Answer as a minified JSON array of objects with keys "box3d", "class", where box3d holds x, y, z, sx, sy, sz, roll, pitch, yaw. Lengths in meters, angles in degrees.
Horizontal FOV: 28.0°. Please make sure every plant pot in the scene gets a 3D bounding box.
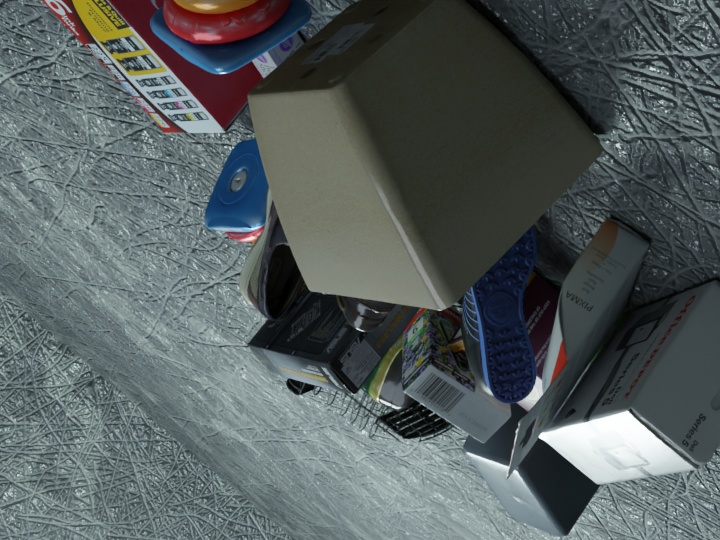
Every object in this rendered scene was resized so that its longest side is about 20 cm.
[{"box3d":[0.031,-0.108,1.133,0.200,0.200,0.178,8,136,55],"class":"plant pot"}]

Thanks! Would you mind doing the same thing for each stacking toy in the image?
[{"box3d":[-0.120,-0.269,1.139,0.116,0.110,0.201,36,153,38],"class":"stacking toy"},{"box3d":[-0.064,-0.053,1.582,0.200,0.110,0.116,33,161,-38],"class":"stacking toy"}]

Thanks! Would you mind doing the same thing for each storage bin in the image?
[{"box3d":[0.194,0.192,1.607,0.145,0.135,0.200,15,151,40],"class":"storage bin"}]

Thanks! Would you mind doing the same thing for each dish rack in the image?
[{"box3d":[0.025,0.155,1.811,0.200,0.153,0.055,35,122,27],"class":"dish rack"}]

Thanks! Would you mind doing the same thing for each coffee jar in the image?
[{"box3d":[0.002,0.091,1.761,0.199,0.104,0.086,30,116,21],"class":"coffee jar"}]

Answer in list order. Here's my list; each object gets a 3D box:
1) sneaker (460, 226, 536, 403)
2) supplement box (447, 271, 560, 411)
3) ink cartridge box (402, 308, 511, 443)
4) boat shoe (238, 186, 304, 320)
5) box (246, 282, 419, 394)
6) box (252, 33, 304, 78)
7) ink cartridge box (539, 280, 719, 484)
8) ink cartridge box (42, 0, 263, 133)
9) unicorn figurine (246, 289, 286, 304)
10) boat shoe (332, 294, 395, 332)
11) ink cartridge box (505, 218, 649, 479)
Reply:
[{"box3d":[0.121,0.019,1.332,0.078,0.070,0.201,-149,55,-71],"class":"sneaker"},{"box3d":[0.201,0.098,1.455,0.200,0.086,0.110,39,162,-6],"class":"supplement box"},{"box3d":[0.101,0.085,1.548,0.109,0.050,0.200,34,-153,-17],"class":"ink cartridge box"},{"box3d":[-0.064,-0.040,1.464,0.072,0.201,0.065,8,-153,-38],"class":"boat shoe"},{"box3d":[-0.005,0.026,1.474,0.048,0.200,0.158,49,157,-27],"class":"box"},{"box3d":[-0.045,-0.157,1.363,0.041,0.039,0.200,20,155,41],"class":"box"},{"box3d":[0.260,0.103,1.272,0.084,0.146,0.200,39,161,-4],"class":"ink cartridge box"},{"box3d":[-0.188,-0.229,1.375,0.200,0.084,0.175,47,158,-27],"class":"ink cartridge box"},{"box3d":[-0.064,0.035,1.641,0.137,0.074,0.200,-3,153,40],"class":"unicorn figurine"},{"box3d":[0.000,0.000,1.367,0.074,0.074,0.200,26,-165,-7],"class":"boat shoe"},{"box3d":[0.172,0.071,1.262,0.050,0.200,0.162,35,161,16],"class":"ink cartridge box"}]
